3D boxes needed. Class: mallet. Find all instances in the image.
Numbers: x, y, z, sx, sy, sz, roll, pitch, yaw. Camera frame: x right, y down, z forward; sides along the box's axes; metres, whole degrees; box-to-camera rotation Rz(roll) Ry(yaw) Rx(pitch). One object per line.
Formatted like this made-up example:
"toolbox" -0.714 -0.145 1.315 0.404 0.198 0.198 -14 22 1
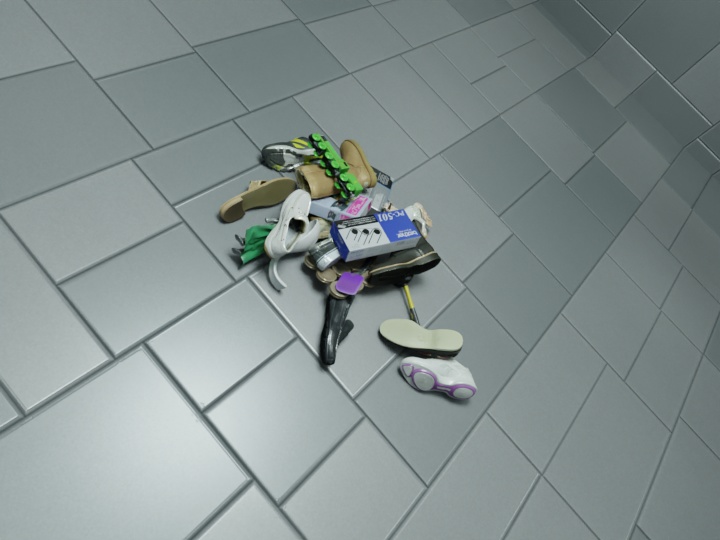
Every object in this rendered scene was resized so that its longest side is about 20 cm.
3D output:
"mallet" 0.127 0.092 1.369 0.041 0.066 0.200 -10 81 -21

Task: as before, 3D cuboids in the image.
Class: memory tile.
"memory tile" -0.032 -0.006 1.315 0.200 0.017 0.153 -20 58 -44

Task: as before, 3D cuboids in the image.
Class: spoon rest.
"spoon rest" -0.159 -0.050 1.268 0.061 0.099 0.200 41 57 -23

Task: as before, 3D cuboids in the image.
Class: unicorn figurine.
"unicorn figurine" 0.119 -0.134 1.452 0.200 0.074 0.138 -35 106 -55

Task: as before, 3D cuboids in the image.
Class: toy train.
"toy train" -0.062 -0.261 1.314 0.056 0.042 0.200 -20 70 -43

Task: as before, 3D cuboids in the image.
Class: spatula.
"spatula" 0.000 0.000 1.294 0.056 0.021 0.200 14 30 18

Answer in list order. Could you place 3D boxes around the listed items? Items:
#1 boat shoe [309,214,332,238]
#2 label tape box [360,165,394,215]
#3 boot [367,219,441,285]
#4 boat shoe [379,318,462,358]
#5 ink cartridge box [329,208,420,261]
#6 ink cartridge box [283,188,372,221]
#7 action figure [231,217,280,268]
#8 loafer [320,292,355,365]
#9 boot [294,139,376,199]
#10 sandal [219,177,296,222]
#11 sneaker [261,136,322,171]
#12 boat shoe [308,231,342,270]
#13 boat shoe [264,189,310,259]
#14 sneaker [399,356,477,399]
"boat shoe" -0.039 -0.112 1.387 0.200 0.072 0.065 -5 105 -30
"label tape box" -0.019 -0.236 1.466 0.200 0.066 0.143 28 52 -12
"boot" 0.085 -0.047 1.335 0.200 0.078 0.139 -14 63 -29
"boat shoe" 0.144 0.169 1.290 0.201 0.063 0.074 10 56 8
"ink cartridge box" 0.037 -0.087 1.274 0.200 0.044 0.094 -13 59 -28
"ink cartridge box" -0.082 -0.176 1.355 0.200 0.042 0.119 18 35 10
"action figure" -0.213 -0.088 1.263 0.055 0.118 0.200 42 42 16
"loafer" -0.049 0.127 1.228 0.070 0.068 0.201 15 52 -10
"boot" -0.076 -0.266 1.370 0.200 0.066 0.175 -14 56 -30
"sandal" -0.262 -0.194 1.309 0.212 0.078 0.070 -31 60 -28
"sneaker" -0.177 -0.319 1.439 0.200 0.075 0.085 -3 48 -32
"boat shoe" -0.048 -0.073 1.299 0.071 0.072 0.200 52 42 2
"boat shoe" -0.149 -0.109 1.227 0.071 0.069 0.200 50 47 -39
"sneaker" 0.184 0.247 1.292 0.200 0.075 0.100 22 34 -14
